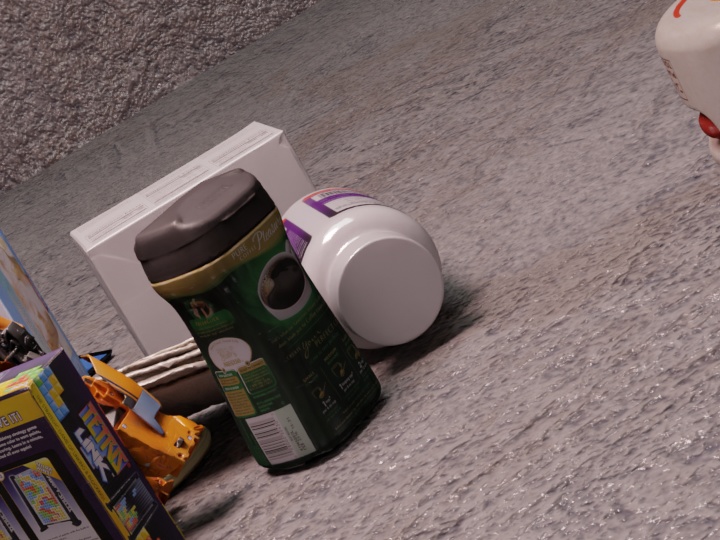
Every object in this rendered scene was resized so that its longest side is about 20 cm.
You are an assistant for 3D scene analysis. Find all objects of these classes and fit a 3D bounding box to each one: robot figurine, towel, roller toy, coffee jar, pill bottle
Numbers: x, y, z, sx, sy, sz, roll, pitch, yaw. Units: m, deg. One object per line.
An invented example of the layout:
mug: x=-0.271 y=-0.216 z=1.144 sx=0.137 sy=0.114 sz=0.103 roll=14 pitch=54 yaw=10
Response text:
robot figurine: x=-0.217 y=0.103 z=1.346 sx=0.145 sy=0.200 sz=0.058 roll=-60 pitch=0 yaw=41
towel: x=-0.141 y=0.091 z=1.468 sx=0.132 sy=0.035 sz=0.200 roll=-21 pitch=-10 yaw=9
roller toy: x=0.315 y=-0.168 z=1.400 sx=0.182 sy=0.140 sz=0.200 roll=-14 pitch=22 yaw=48
coffee jar: x=-0.074 y=0.033 z=1.344 sx=0.085 sy=0.200 sz=0.104 roll=-17 pitch=18 yaw=40
pill bottle: x=0.000 y=0.000 z=1.494 sx=0.111 sy=0.111 sz=0.200 roll=-31 pitch=14 yaw=-7

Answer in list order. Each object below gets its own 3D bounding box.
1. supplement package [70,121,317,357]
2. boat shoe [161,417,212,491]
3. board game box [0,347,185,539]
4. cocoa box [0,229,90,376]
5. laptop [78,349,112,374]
supplement package: x=-0.128 y=-0.013 z=1.695 sx=0.200 sy=0.156 sz=0.111 roll=-32 pitch=16 yaw=-9
boat shoe: x=-0.208 y=0.161 z=1.441 sx=0.201 sy=0.063 sz=0.073 roll=-29 pitch=14 yaw=2
board game box: x=-0.245 y=0.160 z=1.314 sx=0.200 sy=0.165 sz=0.057 roll=-20 pitch=17 yaw=30
cocoa box: x=-0.331 y=0.083 z=1.673 sx=0.131 sy=0.200 sz=0.133 roll=-28 pitch=15 yaw=5
laptop: x=-0.380 y=0.100 z=1.879 sx=0.177 sy=0.200 sz=0.103 roll=-13 pitch=59 yaw=40
